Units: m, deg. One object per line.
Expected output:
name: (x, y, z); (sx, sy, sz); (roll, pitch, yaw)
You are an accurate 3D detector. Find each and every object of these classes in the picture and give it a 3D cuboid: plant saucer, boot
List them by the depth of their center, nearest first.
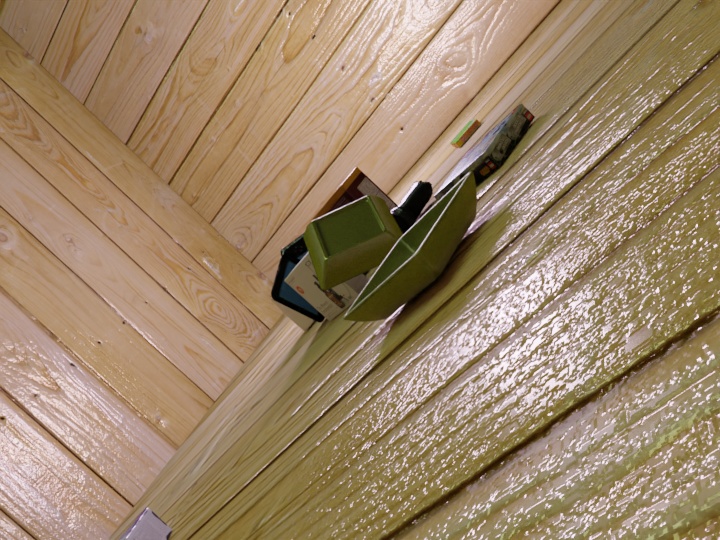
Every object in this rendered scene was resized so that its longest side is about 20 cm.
plant saucer: (0.082, -0.020, 0.956); (0.200, 0.048, 0.201); (-44, 8, 49)
plant saucer: (-0.019, -0.074, 1.403); (0.196, 0.048, 0.202); (-24, 41, 0)
boot: (0.114, -0.142, 1.578); (0.163, 0.073, 0.198); (-51, 1, -20)

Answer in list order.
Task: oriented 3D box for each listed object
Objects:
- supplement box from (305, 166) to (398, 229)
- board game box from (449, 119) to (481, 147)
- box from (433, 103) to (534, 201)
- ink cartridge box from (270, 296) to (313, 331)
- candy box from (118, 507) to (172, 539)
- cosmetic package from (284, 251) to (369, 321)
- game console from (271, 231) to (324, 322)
supplement box: (-0.014, -0.146, 1.983); (0.197, 0.199, 0.133); (-45, 6, 38)
board game box: (0.328, -0.432, 2.143); (0.096, 0.030, 0.200); (-48, 8, 10)
box: (0.224, -0.206, 1.251); (0.138, 0.040, 0.200); (-53, 6, -25)
ink cartridge box: (-0.147, 0.049, 2.006); (0.201, 0.144, 0.147); (-48, 4, 4)
candy box: (-0.440, 0.549, 1.214); (0.168, 0.071, 0.200); (-48, 4, 4)
cosmetic package: (-0.079, 0.025, 1.551); (0.052, 0.150, 0.200); (-49, 4, -31)
game console: (-0.107, 0.015, 1.705); (0.171, 0.199, 0.121); (-33, 50, 25)
